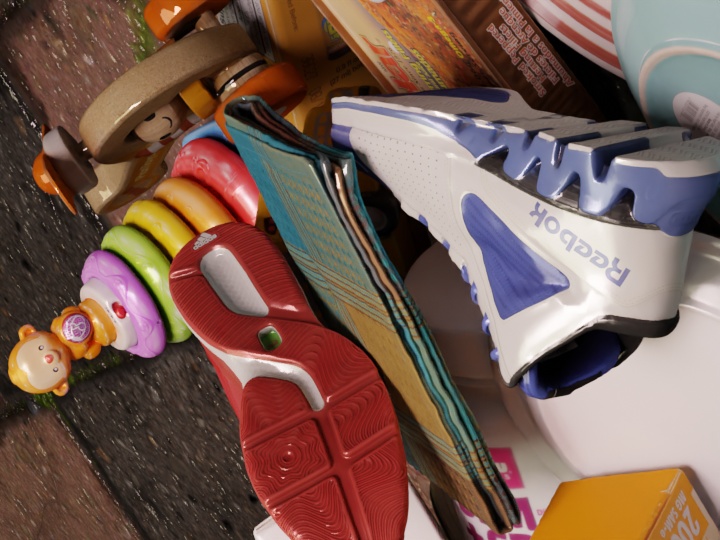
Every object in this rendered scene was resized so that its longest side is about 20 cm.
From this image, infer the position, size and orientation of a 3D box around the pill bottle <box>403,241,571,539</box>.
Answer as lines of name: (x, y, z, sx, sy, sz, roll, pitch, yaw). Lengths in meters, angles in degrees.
pill bottle: (0.092, 0.079, 1.248, 0.113, 0.113, 0.201, 25, 143, 49)

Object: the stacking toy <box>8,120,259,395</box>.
stacking toy: (-0.121, 0.007, 1.447, 0.116, 0.200, 0.110, 59, 157, -10)

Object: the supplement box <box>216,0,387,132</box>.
supplement box: (-0.029, -0.118, 1.273, 0.069, 0.066, 0.201, 38, 151, 39)

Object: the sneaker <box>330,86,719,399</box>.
sneaker: (0.062, -0.011, 1.046, 0.199, 0.080, 0.116, 18, 109, 46)

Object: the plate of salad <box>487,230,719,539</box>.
plate of salad: (0.151, 0.053, 1.116, 0.199, 0.048, 0.201, 20, 138, 19)

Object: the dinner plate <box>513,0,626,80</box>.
dinner plate: (0.093, -0.145, 1.017, 0.200, 0.024, 0.200, 39, 165, 13)

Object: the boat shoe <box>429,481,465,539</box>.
boat shoe: (0.107, 0.185, 1.418, 0.200, 0.073, 0.062, 45, 152, 9)

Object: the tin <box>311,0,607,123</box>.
tin: (0.043, -0.099, 1.149, 0.200, 0.042, 0.112, 50, 158, -25)

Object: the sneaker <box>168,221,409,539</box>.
sneaker: (-0.019, 0.076, 1.208, 0.116, 0.078, 0.201, 62, -178, -56)

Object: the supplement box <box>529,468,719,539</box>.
supplement box: (0.141, 0.206, 1.139, 0.073, 0.126, 0.201, -11, 123, 39)

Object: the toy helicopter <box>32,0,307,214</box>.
toy helicopter: (-0.114, -0.064, 1.260, 0.079, 0.132, 0.200, 54, 159, 5)

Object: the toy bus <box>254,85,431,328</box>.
toy bus: (0.000, 0.000, 1.277, 0.078, 0.065, 0.201, -6, 136, 14)

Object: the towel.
towel: (0.004, 0.018, 1.152, 0.201, 0.022, 0.147, 63, 169, -22)

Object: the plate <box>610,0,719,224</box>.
plate: (0.170, -0.045, 0.999, 0.200, 0.026, 0.200, 40, 163, 15)

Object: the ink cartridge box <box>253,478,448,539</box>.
ink cartridge box: (0.022, 0.183, 1.313, 0.146, 0.084, 0.200, 59, 179, 12)
